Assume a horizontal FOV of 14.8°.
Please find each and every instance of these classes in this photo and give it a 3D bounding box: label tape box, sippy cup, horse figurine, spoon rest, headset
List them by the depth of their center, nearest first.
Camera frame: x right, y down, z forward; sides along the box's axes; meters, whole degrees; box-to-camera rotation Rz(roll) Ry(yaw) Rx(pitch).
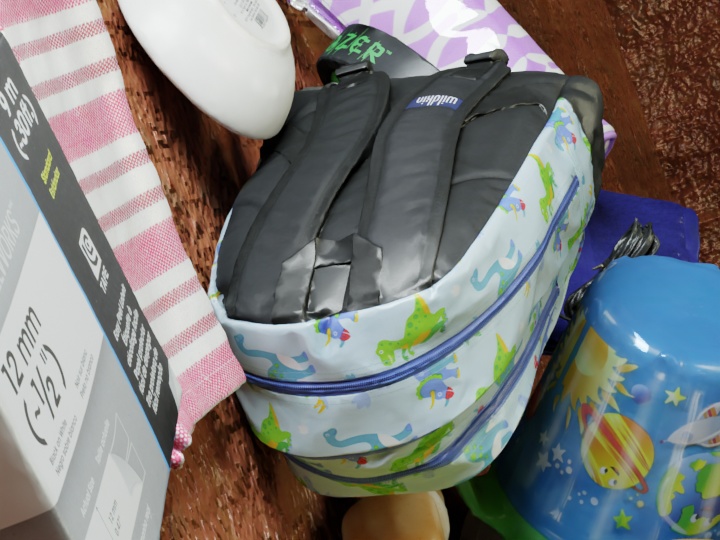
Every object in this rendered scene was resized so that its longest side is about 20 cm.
[{"bbox_3d":[-0.120,-0.001,0.765,0.143,0.066,0.201,-86,156,-62],"label":"label tape box"},{"bbox_3d":[0.019,0.131,1.231,0.200,0.050,0.133,-86,162,-69],"label":"horse figurine"},{"bbox_3d":[-0.059,-0.118,1.246,0.099,0.061,0.200,45,27,-10],"label":"spoon rest"},{"bbox_3d":[0.138,0.069,1.307,0.178,0.139,0.131,-24,138,-45],"label":"sippy cup"},{"bbox_3d":[0.064,-0.051,1.352,0.200,0.094,0.123,49,-12,-24],"label":"headset"}]

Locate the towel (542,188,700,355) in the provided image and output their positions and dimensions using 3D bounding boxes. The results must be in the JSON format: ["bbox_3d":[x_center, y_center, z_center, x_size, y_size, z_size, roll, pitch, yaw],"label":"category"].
[{"bbox_3d":[0.091,0.000,1.480,0.148,0.199,0.050,-94,-161,-58],"label":"towel"}]

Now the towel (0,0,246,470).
[{"bbox_3d":[-0.095,-0.033,1.014,0.146,0.030,0.201,-55,125,-77],"label":"towel"}]

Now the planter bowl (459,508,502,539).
[{"bbox_3d":[0.137,0.153,1.450,0.134,0.200,0.201,7,61,-48],"label":"planter bowl"}]

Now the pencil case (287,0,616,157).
[{"bbox_3d":[0.044,-0.109,1.459,0.200,0.085,0.084,45,-35,14],"label":"pencil case"}]

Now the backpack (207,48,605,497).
[{"bbox_3d":[0.015,0.002,1.175,0.200,0.162,0.155,-53,138,-68],"label":"backpack"}]

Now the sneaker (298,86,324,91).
[{"bbox_3d":[0.000,0.000,1.340,0.080,0.073,0.201,-118,-172,-65],"label":"sneaker"}]
